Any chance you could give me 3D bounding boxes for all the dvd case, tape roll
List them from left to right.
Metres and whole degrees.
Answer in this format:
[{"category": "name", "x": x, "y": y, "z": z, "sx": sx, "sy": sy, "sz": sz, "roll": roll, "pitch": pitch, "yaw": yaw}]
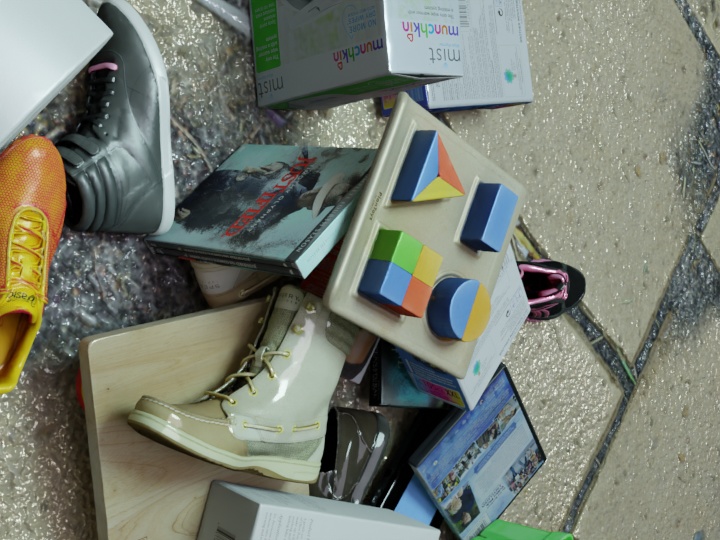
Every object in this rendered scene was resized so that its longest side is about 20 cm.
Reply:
[{"category": "tape roll", "x": -0.265, "y": -0.118, "z": 0.701, "sx": 0.071, "sy": 0.202, "sz": 0.203, "roll": 45, "pitch": 61, "yaw": -18}, {"category": "dvd case", "x": -0.076, "y": -0.057, "z": 0.866, "sx": 0.146, "sy": 0.199, "sz": 0.022, "roll": -49, "pitch": 129, "yaw": -29}, {"category": "dvd case", "x": 0.131, "y": 0.203, "z": 1.090, "sx": 0.143, "sy": 0.018, "sz": 0.200, "roll": -46, "pitch": 137, "yaw": -16}]

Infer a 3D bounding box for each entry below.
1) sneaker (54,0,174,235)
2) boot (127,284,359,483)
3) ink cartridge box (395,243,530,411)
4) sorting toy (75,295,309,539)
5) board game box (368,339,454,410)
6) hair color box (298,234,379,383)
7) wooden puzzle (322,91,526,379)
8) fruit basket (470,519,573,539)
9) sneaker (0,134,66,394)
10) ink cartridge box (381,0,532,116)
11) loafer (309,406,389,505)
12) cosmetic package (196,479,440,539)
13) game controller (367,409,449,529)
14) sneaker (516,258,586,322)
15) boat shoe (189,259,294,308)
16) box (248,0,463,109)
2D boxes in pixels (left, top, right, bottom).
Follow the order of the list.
[{"category": "sneaker", "x": -0.214, "y": -0.122, "z": 0.833, "sx": 0.099, "sy": 0.070, "sz": 0.201, "roll": -15, "pitch": 102, "yaw": -45}, {"category": "boot", "x": -0.087, "y": 0.083, "z": 0.825, "sx": 0.200, "sy": 0.072, "sz": 0.155, "roll": 25, "pitch": 81, "yaw": -47}, {"category": "ink cartridge box", "x": 0.086, "y": 0.018, "z": 0.970, "sx": 0.137, "sy": 0.076, "sz": 0.200, "roll": -55, "pitch": 144, "yaw": -25}, {"category": "sorting toy", "x": -0.148, "y": 0.132, "z": 0.873, "sx": 0.199, "sy": 0.069, "sz": 0.200, "roll": -12, "pitch": 103, "yaw": -40}, {"category": "board game box", "x": 0.075, "y": 0.046, "z": 1.074, "sx": 0.135, "sy": 0.028, "sz": 0.201, "roll": 7, "pitch": 78, "yaw": -28}, {"category": "hair color box", "x": 0.000, "y": 0.000, "z": 0.967, "sx": 0.201, "sy": 0.061, "sz": 0.101, "roll": -65, "pitch": 156, "yaw": -3}, {"category": "wooden puzzle", "x": 0.069, "y": -0.022, "z": 0.844, "sx": 0.200, "sy": 0.046, "sz": 0.186, "roll": 31, "pitch": 73, "yaw": -44}, {"category": "fruit basket", "x": 0.170, "y": 0.384, "z": 1.058, "sx": 0.215, "sy": 0.215, "sz": 0.156, "roll": -27, "pitch": 126, "yaw": -38}, {"category": "sneaker", "x": -0.256, "y": -0.002, "z": 0.770, "sx": 0.073, "sy": 0.077, "sz": 0.201, "roll": 10, "pitch": 94, "yaw": -43}, {"category": "ink cartridge box", "x": 0.087, "y": -0.238, "z": 1.081, "sx": 0.199, "sy": 0.076, "sz": 0.137, "roll": -11, "pitch": 95, "yaw": -42}, {"category": "loafer", "x": -0.040, "y": 0.221, "z": 0.982, "sx": 0.071, "sy": 0.073, "sz": 0.201, "roll": 31, "pitch": 66, "yaw": -23}, {"category": "cosmetic package", "x": -0.038, "y": 0.253, "z": 0.873, "sx": 0.199, "sy": 0.085, "sz": 0.108, "roll": 21, "pitch": 82, "yaw": -37}, {"category": "game controller", "x": 0.066, "y": 0.229, "z": 1.082, "sx": 0.104, "sy": 0.042, "sz": 0.200, "roll": 47, "pitch": 61, "yaw": -29}, {"category": "sneaker", "x": 0.210, "y": 0.020, "z": 1.178, "sx": 0.199, "sy": 0.095, "sz": 0.080, "roll": 1, "pitch": 86, "yaw": -42}, {"category": "boat shoe", "x": -0.077, "y": -0.023, "z": 0.956, "sx": 0.200, "sy": 0.074, "sz": 0.070, "roll": -26, "pitch": 120, "yaw": -39}, {"category": "box", "x": -0.010, "y": -0.248, "z": 0.929, "sx": 0.096, "sy": 0.199, "sz": 0.178, "roll": -6, "pitch": 93, "yaw": -39}]
